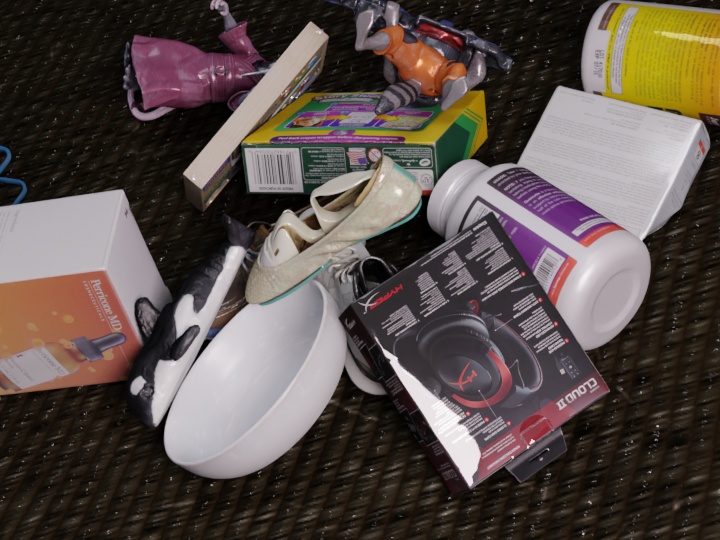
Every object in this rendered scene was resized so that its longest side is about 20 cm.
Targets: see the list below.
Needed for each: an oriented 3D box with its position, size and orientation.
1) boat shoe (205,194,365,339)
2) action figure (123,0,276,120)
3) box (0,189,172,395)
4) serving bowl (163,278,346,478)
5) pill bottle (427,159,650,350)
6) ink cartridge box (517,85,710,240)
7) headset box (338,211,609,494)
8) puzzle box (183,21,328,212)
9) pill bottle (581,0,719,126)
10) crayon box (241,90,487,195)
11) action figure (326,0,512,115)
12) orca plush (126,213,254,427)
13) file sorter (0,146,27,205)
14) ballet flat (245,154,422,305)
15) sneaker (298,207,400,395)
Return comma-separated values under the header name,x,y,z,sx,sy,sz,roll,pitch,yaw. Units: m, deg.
name,x,y,z,sx,sy,sz,roll,pitch,yaw
boat shoe,-0.091,-0.011,1.584,0.199,0.073,0.072,-34,44,-16
action figure,-0.158,-0.202,1.800,0.198,0.149,0.135,0,61,-8
box,-0.299,0.025,1.564,0.198,0.153,0.107,-7,44,13
serving bowl,-0.080,0.104,1.441,0.200,0.066,0.201,-39,25,21
pill bottle,0.154,-0.022,1.473,0.112,0.113,0.200,-38,51,-19
ink cartridge box,0.220,-0.069,1.570,0.161,0.050,0.201,18,73,32
headset box,0.098,0.078,1.372,0.148,0.075,0.201,-33,86,-13
puzzle box,-0.105,-0.152,1.662,0.025,0.133,0.200,39,81,2
pill bottle,0.322,-0.199,1.600,0.199,0.110,0.110,11,51,29
crayon box,0.007,-0.127,1.633,0.198,0.059,0.173,2,22,21
action figure,0.035,-0.200,1.570,0.199,0.193,0.105,23,97,9
orca plush,-0.170,0.037,1.497,0.071,0.105,0.201,26,93,1
file sorter,-0.459,-0.130,1.741,0.138,0.201,0.123,7,47,25
ballet flat,-0.036,-0.040,1.434,0.199,0.062,0.068,-32,30,24
sneaker,0.001,0.000,1.477,0.075,0.116,0.201,-14,58,-21
